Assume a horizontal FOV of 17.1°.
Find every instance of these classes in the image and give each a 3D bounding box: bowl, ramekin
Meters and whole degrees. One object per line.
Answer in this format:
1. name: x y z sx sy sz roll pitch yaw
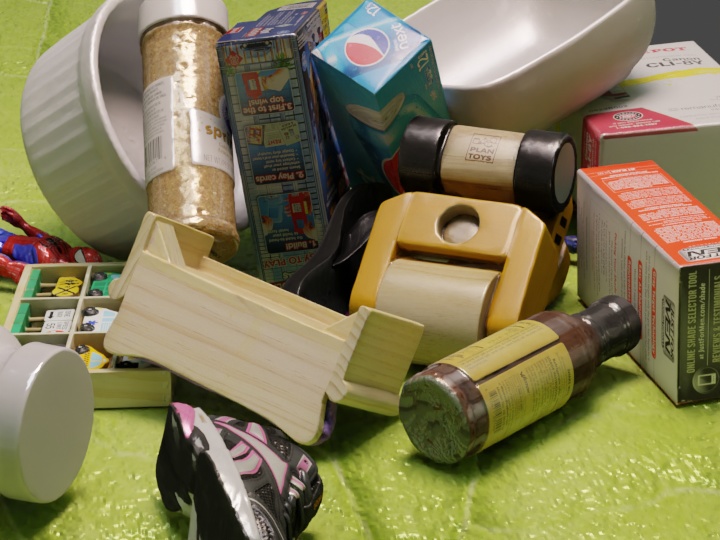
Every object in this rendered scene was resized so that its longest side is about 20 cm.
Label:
1. bowl: 0.118 -0.164 1.858 0.199 0.075 0.199 -32 26 -23
2. ramekin: -0.165 -0.104 1.818 0.097 0.201 0.200 -25 7 33

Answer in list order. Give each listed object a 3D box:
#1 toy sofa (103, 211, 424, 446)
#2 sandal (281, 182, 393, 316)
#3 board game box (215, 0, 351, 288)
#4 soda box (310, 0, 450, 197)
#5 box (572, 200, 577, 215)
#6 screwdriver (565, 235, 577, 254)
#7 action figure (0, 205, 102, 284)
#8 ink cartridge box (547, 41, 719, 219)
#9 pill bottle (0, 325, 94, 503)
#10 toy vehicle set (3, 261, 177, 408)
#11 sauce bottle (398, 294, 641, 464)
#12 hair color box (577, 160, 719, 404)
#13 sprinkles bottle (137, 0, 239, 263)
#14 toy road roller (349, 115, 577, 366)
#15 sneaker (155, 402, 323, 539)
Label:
1. toy sofa: -0.067 0.043 1.578 0.199 0.098 0.083 22 2 29
2. sandal: 0.000 0.001 1.706 0.048 0.076 0.201 -8 26 26
3. board game box: -0.051 -0.088 1.780 0.061 0.202 0.200 -5 12 7
4. soda box: 0.024 -0.107 1.789 0.068 0.200 0.064 35 70 29
5. box: 0.182 -0.089 1.985 0.162 0.021 0.200 -2 23 2
6. screwdriver: 0.136 -0.021 1.816 0.199 0.028 0.029 8 52 28
7. action figure: -0.279 -0.020 1.823 0.199 0.052 0.065 13 23 27
8. ink cartridge box: 0.228 -0.108 1.886 0.144 0.084 0.200 -7 23 -9
9. pill bottle: -0.272 0.082 1.471 0.198 0.117 0.116 7 23 21
10. toy vehicle set: -0.187 0.043 1.680 0.123 0.027 0.200 -2 22 0
11. sauce bottle: 0.110 0.065 1.550 0.064 0.065 0.199 17 28 40
12. hair color box: 0.208 0.004 1.642 0.061 0.102 0.200 -7 23 -12
13. sprinkles bottle: -0.125 -0.103 1.724 0.068 0.068 0.202 -3 64 -3
14. toy road roller: 0.086 -0.003 1.689 0.122 0.146 0.201 8 61 23
15. sneaker: -0.058 0.131 1.387 0.086 0.081 0.200 3 25 -17
